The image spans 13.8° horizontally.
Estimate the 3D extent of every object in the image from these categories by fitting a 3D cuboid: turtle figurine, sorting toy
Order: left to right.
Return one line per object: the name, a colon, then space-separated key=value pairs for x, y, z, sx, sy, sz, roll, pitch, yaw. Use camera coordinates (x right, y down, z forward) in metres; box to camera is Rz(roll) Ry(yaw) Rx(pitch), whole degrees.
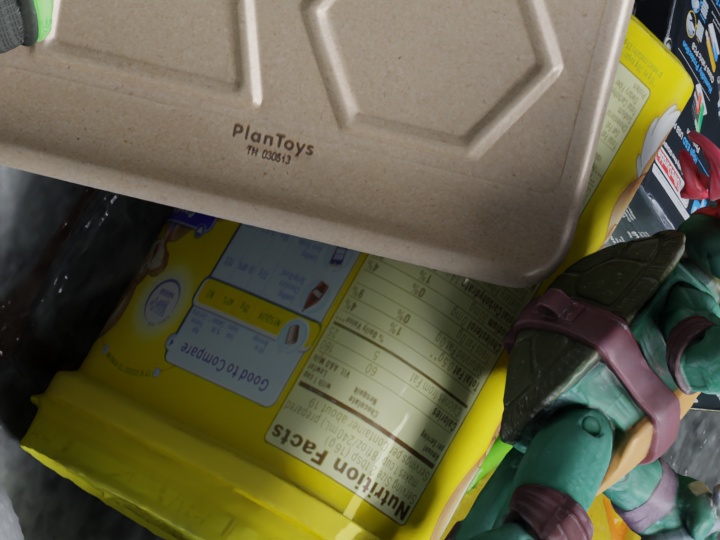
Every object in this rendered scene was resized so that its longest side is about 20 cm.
sorting toy: x=-0.010 y=-0.110 z=0.830 sx=0.036 sy=0.184 sz=0.201 roll=-74 pitch=177 yaw=-71
turtle figurine: x=0.081 y=0.046 z=0.847 sx=0.200 sy=0.101 sz=0.150 roll=-45 pitch=166 yaw=-20

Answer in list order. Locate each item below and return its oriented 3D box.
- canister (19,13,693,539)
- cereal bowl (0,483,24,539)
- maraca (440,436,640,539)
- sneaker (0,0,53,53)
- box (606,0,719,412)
canister: x=0.000 y=0.000 z=0.923 sx=0.086 sy=0.148 sz=0.201 roll=37 pitch=79 yaw=-40
cereal bowl: x=-0.127 y=0.138 z=0.816 sx=0.200 sy=0.083 sz=0.201 roll=-172 pitch=-90 yaw=-88
maraca: x=0.061 y=0.127 z=1.134 sx=0.137 sy=0.107 sz=0.200 roll=-48 pitch=145 yaw=-6
sneaker: x=-0.152 y=-0.094 z=0.734 sx=0.084 sy=0.077 sz=0.200 roll=-49 pitch=146 yaw=12
box: x=0.125 y=-0.058 z=1.097 sx=0.200 sy=0.046 sz=0.160 roll=49 pitch=49 yaw=-56
